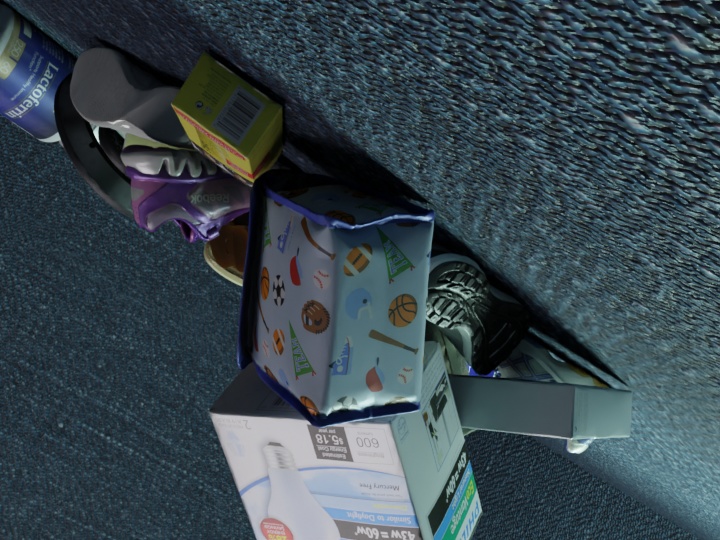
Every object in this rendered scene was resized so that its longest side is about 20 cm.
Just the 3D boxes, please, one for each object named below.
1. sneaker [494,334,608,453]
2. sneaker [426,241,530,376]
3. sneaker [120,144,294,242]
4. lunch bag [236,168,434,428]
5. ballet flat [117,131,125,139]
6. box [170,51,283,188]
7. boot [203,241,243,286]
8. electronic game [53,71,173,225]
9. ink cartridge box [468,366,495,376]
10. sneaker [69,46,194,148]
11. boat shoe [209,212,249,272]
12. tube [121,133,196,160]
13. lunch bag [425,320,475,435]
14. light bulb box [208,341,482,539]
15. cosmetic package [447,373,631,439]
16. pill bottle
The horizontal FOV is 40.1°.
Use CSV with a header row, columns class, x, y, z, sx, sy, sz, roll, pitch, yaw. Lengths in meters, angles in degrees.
class,x,y,z,sx,sy,sz,roll,pitch,yaw
sneaker,0.179,0.121,1.083,0.198,0.089,0.075,33,177,20
sneaker,0.093,0.028,0.898,0.079,0.074,0.200,44,179,42
sneaker,-0.144,-0.072,0.979,0.197,0.091,0.080,1,-173,-34
lunch bag,-0.038,0.013,0.826,0.122,0.174,0.199,-2,-163,-28
ballet flat,-0.194,-0.146,1.124,0.199,0.073,0.071,35,175,-42
box,-0.105,-0.116,0.815,0.075,0.051,0.200,35,175,-3
boot,-0.101,0.000,1.212,0.197,0.073,0.155,24,177,-5
electronic game,-0.266,-0.142,1.126,0.200,0.041,0.202,42,-149,-32
ink cartridge box,0.076,0.094,1.242,0.197,0.096,0.037,19,-153,13
sneaker,-0.212,-0.163,0.999,0.198,0.076,0.088,29,-174,31
boat shoe,-0.124,-0.033,1.135,0.069,0.072,0.200,-5,-165,-23
tube,-0.157,-0.117,1.067,0.196,0.052,0.059,16,-140,-14
lunch bag,0.033,0.124,1.097,0.116,0.167,0.198,-16,177,38
light bulb box,-0.009,0.182,0.926,0.195,0.125,0.203,-2,118,30
cosmetic package,0.150,0.133,0.979,0.197,0.053,0.150,0,171,35
pill bottle,-0.419,-0.240,1.279,0.115,0.117,0.199,28,174,44
